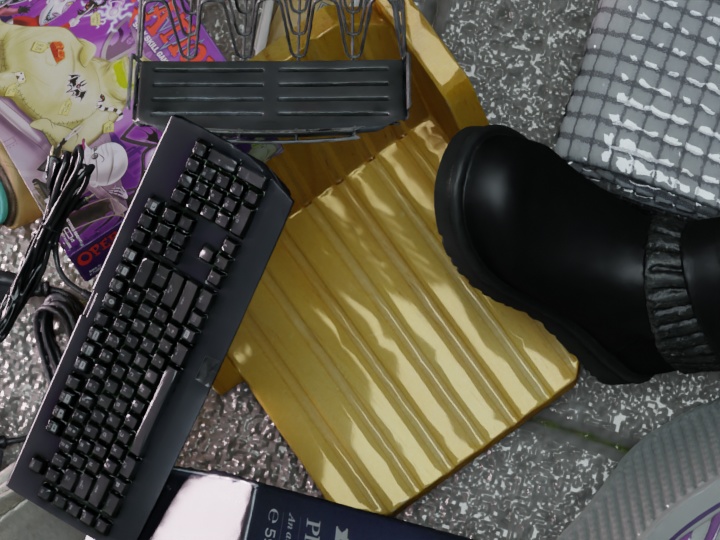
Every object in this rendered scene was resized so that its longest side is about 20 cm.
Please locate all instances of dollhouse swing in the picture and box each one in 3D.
[{"bbox_3d":[0.000,0.000,1.300,0.200,0.182,0.176,-35,61,-2],"label":"dollhouse swing"}]

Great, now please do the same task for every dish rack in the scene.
[{"bbox_3d":[-0.045,-0.144,1.235,0.152,0.055,0.201,-1,48,1],"label":"dish rack"}]

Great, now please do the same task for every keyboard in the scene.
[{"bbox_3d":[-0.120,0.019,1.183,0.127,0.021,0.201,29,102,20],"label":"keyboard"}]

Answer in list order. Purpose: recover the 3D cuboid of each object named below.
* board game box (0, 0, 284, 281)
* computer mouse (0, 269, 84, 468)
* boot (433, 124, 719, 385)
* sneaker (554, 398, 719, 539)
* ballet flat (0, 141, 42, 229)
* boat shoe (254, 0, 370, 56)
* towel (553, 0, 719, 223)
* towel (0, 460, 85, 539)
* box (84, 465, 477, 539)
[{"bbox_3d":[-0.133,-0.098,1.273,0.120,0.032,0.200,-31,53,-5],"label":"board game box"},{"bbox_3d":[-0.239,0.069,1.357,0.199,0.046,0.141,-2,84,3],"label":"computer mouse"},{"bbox_3d":[0.151,-0.010,1.250,0.157,0.211,0.080,-3,61,42],"label":"boot"},{"bbox_3d":[0.170,0.156,1.319,0.200,0.073,0.115,-39,119,-21],"label":"sneaker"},{"bbox_3d":[-0.227,-0.113,1.385,0.063,0.069,0.200,-31,83,-30],"label":"ballet flat"},{"bbox_3d":[-0.011,-0.183,1.369,0.071,0.070,0.201,23,84,7],"label":"boat shoe"},{"bbox_3d":[0.215,-0.095,1.338,0.199,0.086,0.166,19,77,3],"label":"towel"},{"bbox_3d":[-0.132,0.174,1.294,0.132,0.035,0.200,-33,119,-1],"label":"towel"},{"bbox_3d":[-0.040,0.211,1.237,0.123,0.198,0.201,5,80,45],"label":"box"}]
